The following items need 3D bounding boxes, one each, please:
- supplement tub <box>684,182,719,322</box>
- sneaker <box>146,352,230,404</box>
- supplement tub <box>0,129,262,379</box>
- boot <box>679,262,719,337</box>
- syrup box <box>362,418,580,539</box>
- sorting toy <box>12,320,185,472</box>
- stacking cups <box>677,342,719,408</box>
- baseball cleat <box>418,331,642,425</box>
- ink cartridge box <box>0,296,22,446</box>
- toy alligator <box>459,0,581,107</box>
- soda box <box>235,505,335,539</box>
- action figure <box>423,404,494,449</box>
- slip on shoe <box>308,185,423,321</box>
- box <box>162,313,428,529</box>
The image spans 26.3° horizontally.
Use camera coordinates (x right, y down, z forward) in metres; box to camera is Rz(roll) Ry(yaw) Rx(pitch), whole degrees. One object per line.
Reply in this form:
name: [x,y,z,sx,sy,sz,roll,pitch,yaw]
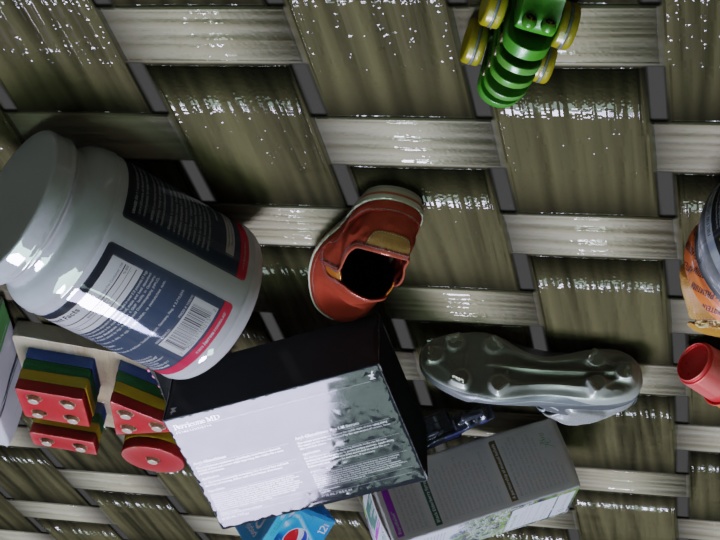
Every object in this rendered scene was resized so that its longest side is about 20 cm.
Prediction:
supplement tub: [0.308,-0.037,1.022,0.122,0.123,0.200,18,151,-14]
sneaker: [-0.173,0.082,1.447,0.095,0.079,0.201,15,136,6]
supplement tub: [-0.191,-0.011,1.218,0.200,0.141,0.140,30,146,-31]
boot: [0.342,0.045,1.230,0.143,0.071,0.201,-1,147,33]
syrup box: [0.106,0.219,1.513,0.199,0.082,0.079,-15,153,-11]
sorting toy: [-0.255,0.141,1.589,0.198,0.070,0.200,10,151,1]
stacking cups: [0.364,0.119,1.363,0.200,0.061,0.060,33,145,-29]
baseball cleat: [0.152,0.107,1.390,0.199,0.070,0.107,7,151,7]
ink cartridge box: [-0.422,0.093,1.544,0.145,0.085,0.200,10,151,3]
toy alligator: [0.106,-0.153,0.950,0.059,0.054,0.200,14,151,-8]
soda box: [-0.101,0.227,1.582,0.064,0.068,0.200,29,-173,-30]
action figure: [0.020,0.136,1.502,0.199,0.105,0.194,-23,152,4]
slip on shoe: [0.000,0.000,1.258,0.074,0.061,0.200,15,153,-11]
box: [-0.055,0.136,1.368,0.199,0.079,0.142,-15,126,11]
